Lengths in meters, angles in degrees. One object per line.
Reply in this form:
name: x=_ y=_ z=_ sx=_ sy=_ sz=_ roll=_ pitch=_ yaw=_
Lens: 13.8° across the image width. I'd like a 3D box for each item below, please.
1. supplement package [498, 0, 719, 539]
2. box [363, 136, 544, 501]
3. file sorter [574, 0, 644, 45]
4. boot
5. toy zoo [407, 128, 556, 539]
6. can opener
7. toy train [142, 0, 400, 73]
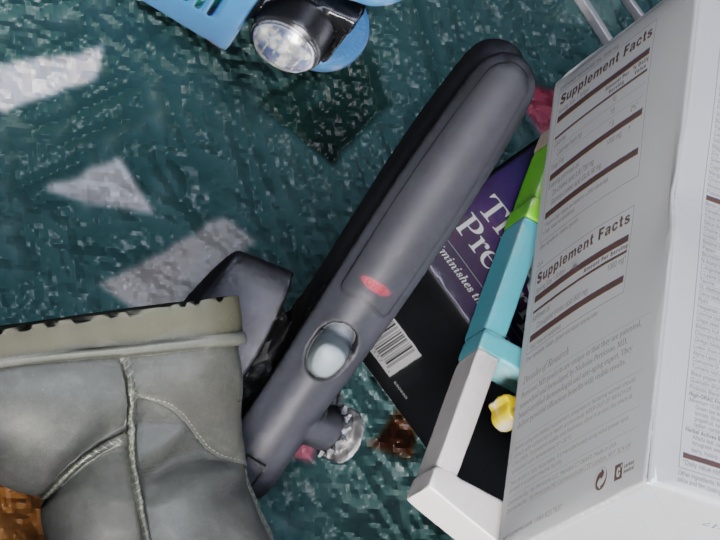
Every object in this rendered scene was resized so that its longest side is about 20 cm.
supplement package: x=0.132 y=0.014 z=1.079 sx=0.114 sy=0.110 sz=0.200 roll=19 pitch=63 yaw=-20
box: x=0.103 y=0.046 z=1.189 sx=0.141 sy=0.079 sz=0.200 roll=-37 pitch=90 yaw=-38
file sorter: x=0.178 y=-0.149 z=1.236 sx=0.125 sy=0.139 sz=0.200 roll=57 pitch=29 yaw=7
boot: x=-0.102 y=0.117 z=1.051 sx=0.182 sy=0.073 sz=0.200 roll=-8 pitch=91 yaw=-8
toy zoo: x=0.096 y=0.056 z=1.122 sx=0.131 sy=0.020 sz=0.200 roll=29 pitch=60 yaw=-15
can opener: x=0.000 y=0.000 z=1.093 sx=0.079 sy=0.200 sz=0.063 roll=34 pitch=16 yaw=-22
toy train: x=-0.016 y=-0.171 z=1.208 sx=0.114 sy=0.087 sz=0.200 roll=31 pitch=58 yaw=-8
